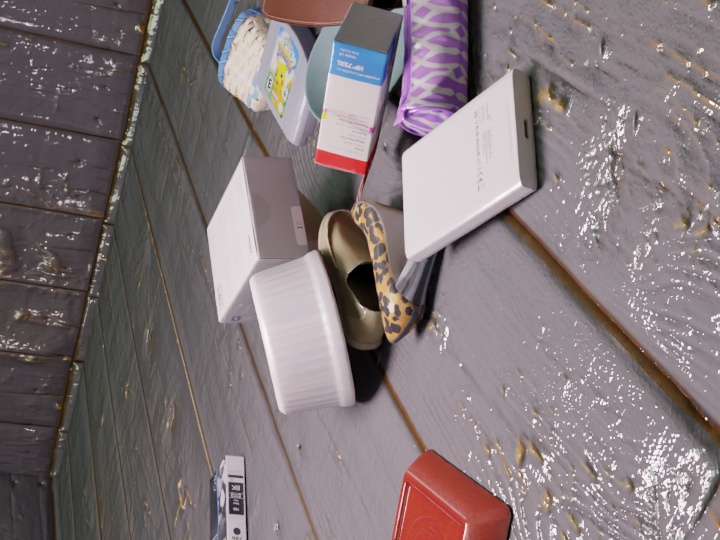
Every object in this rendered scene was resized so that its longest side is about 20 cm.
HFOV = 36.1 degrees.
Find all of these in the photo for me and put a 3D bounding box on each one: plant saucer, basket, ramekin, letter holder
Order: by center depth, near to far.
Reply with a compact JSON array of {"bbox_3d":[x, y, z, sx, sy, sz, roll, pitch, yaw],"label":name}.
[{"bbox_3d":[0.074,0.305,1.121,0.200,0.036,0.203,-157,77,-69],"label":"plant saucer"},{"bbox_3d":[-0.076,0.083,1.400,0.200,0.096,0.204,166,90,-84],"label":"ramekin"},{"bbox_3d":[-0.019,-0.368,1.416,0.198,0.100,0.145,14,89,43],"label":"letter holder"},{"bbox_3d":[0.009,-0.278,1.454,0.199,0.038,0.204,-22,57,38],"label":"plant saucer"},{"bbox_3d":[-0.175,-0.374,1.852,0.201,0.138,0.177,51,136,22],"label":"basket"}]

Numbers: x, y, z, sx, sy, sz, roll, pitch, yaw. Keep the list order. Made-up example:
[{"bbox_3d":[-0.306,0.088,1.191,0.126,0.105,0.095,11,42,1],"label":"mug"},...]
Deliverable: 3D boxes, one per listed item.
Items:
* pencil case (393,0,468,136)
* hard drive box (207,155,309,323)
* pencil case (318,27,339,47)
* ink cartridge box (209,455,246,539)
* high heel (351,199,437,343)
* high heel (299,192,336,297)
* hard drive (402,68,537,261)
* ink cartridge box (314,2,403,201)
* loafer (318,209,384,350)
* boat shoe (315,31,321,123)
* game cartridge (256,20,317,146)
[{"bbox_3d":[0.081,-0.253,1.257,0.084,0.084,0.203,-25,59,51],"label":"pencil case"},{"bbox_3d":[-0.147,-0.039,1.538,0.200,0.076,0.158,129,136,-56],"label":"hard drive box"},{"bbox_3d":[-0.006,-0.400,1.547,0.077,0.087,0.203,15,99,24],"label":"pencil case"},{"bbox_3d":[-0.218,0.417,1.816,0.100,0.039,0.202,124,147,-46],"label":"ink cartridge box"},{"bbox_3d":[0.020,-0.005,1.323,0.199,0.071,0.145,28,102,58],"label":"high heel"},{"bbox_3d":[-0.098,-0.004,1.602,0.143,0.070,0.202,-50,46,42],"label":"high heel"},{"bbox_3d":[0.110,-0.106,1.166,0.199,0.026,0.134,-33,52,51],"label":"hard drive"},{"bbox_3d":[-0.005,-0.199,1.319,0.117,0.066,0.202,-71,-6,-54],"label":"ink cartridge box"},{"bbox_3d":[0.000,0.000,1.388,0.068,0.075,0.202,-53,44,47],"label":"loafer"},{"bbox_3d":[-0.052,-0.316,1.645,0.072,0.064,0.202,-113,38,-52],"label":"boat shoe"},{"bbox_3d":[-0.103,-0.293,1.636,0.201,0.040,0.135,60,136,46],"label":"game cartridge"}]
